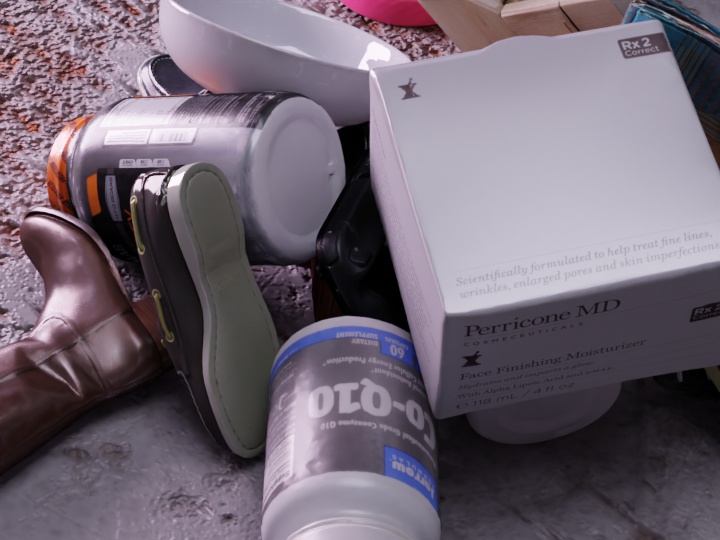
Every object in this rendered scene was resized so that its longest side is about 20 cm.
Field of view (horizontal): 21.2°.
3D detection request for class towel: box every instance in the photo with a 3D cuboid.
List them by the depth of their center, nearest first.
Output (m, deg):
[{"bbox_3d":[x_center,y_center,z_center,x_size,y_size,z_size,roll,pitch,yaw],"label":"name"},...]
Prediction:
[{"bbox_3d":[0.225,-0.097,1.333,0.146,0.200,0.022,30,59,7],"label":"towel"}]

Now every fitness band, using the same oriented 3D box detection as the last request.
[{"bbox_3d":[0.067,-0.279,1.742,0.199,0.038,0.144,-11,46,-18],"label":"fitness band"}]

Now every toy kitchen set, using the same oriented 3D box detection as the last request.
[{"bbox_3d":[0.103,-0.234,1.551,0.199,0.180,0.164,-2,51,50],"label":"toy kitchen set"}]

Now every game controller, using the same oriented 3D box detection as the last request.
[{"bbox_3d":[0.016,-0.015,1.361,0.042,0.105,0.200,-12,22,19],"label":"game controller"}]

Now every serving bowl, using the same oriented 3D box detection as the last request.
[{"bbox_3d":[-0.063,-0.155,1.458,0.199,0.066,0.200,18,16,-5],"label":"serving bowl"}]

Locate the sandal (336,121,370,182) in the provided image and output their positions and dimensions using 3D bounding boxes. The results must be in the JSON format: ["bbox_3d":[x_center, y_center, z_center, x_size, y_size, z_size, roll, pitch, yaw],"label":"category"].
[{"bbox_3d":[0.027,-0.111,1.514,0.075,0.045,0.200,32,34,8],"label":"sandal"}]

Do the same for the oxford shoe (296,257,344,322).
[{"bbox_3d":[0.000,0.000,1.406,0.074,0.071,0.201,-2,44,-17],"label":"oxford shoe"}]

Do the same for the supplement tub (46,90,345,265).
[{"bbox_3d":[-0.121,-0.065,1.383,0.199,0.123,0.123,1,35,34],"label":"supplement tub"}]

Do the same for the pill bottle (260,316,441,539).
[{"bbox_3d":[-0.005,0.136,1.222,0.113,0.114,0.201,4,43,-4],"label":"pill bottle"}]

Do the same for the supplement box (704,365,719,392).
[{"bbox_3d":[0.351,0.030,1.317,0.199,0.134,0.201,-29,83,-33],"label":"supplement box"}]

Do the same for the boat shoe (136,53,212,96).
[{"bbox_3d":[-0.103,-0.127,1.535,0.074,0.062,0.200,-30,53,-32],"label":"boat shoe"}]

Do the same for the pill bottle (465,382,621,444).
[{"bbox_3d":[0.107,0.011,1.351,0.111,0.112,0.201,-4,55,-12],"label":"pill bottle"}]

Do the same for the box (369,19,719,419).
[{"bbox_3d":[0.120,-0.035,1.235,0.198,0.131,0.201,-11,56,-6],"label":"box"}]

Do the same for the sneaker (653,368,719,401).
[{"bbox_3d":[0.275,0.031,1.418,0.079,0.074,0.200,20,40,42],"label":"sneaker"}]

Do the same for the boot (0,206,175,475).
[{"bbox_3d":[-0.248,0.051,1.326,0.200,0.064,0.186,-31,52,-29],"label":"boot"}]

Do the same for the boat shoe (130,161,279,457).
[{"bbox_3d":[-0.105,0.028,1.296,0.060,0.202,0.072,-4,12,38],"label":"boat shoe"}]
